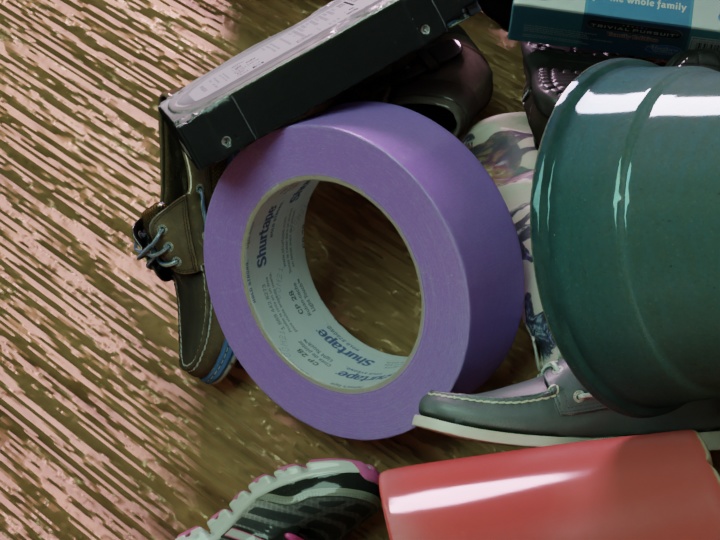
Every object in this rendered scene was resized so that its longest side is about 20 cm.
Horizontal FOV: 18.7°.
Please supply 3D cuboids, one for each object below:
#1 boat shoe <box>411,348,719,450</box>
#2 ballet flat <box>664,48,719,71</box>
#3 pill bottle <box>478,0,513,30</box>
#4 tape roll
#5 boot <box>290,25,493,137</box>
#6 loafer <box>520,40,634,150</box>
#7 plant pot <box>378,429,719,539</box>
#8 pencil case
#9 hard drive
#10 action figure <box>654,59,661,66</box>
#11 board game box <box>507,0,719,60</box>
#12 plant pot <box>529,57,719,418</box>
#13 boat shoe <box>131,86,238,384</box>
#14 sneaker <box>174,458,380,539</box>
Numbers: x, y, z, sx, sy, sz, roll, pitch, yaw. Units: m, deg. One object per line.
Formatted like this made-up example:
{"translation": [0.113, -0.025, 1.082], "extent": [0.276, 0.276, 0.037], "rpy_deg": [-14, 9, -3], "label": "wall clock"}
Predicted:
{"translation": [0.126, 0.072, 1.267], "extent": [0.199, 0.073, 0.062], "rpy_deg": [2, 90, -15], "label": "boat shoe"}
{"translation": [0.176, -0.049, 1.283], "extent": [0.057, 0.066, 0.200], "rpy_deg": [16, 68, 34], "label": "ballet flat"}
{"translation": [0.150, -0.259, 1.469], "extent": [0.112, 0.112, 0.200], "rpy_deg": [33, 81, 35], "label": "pill bottle"}
{"translation": [0.000, 0.000, 1.350], "extent": [0.200, 0.066, 0.201], "rpy_deg": [13, 114, 32], "label": "tape roll"}
{"translation": [-0.008, -0.109, 1.446], "extent": [0.200, 0.070, 0.146], "rpy_deg": [-18, 25, 18], "label": "boot"}
{"translation": [0.128, -0.101, 1.359], "extent": [0.073, 0.200, 0.072], "rpy_deg": [9, 109, 7], "label": "loafer"}
{"translation": [0.122, 0.180, 1.200], "extent": [0.177, 0.201, 0.201], "rpy_deg": [-18, 56, 2], "label": "plant pot"}
{"translation": [0.119, -0.008, 1.364], "extent": [0.089, 0.078, 0.200], "rpy_deg": [-22, 55, -5], "label": "pencil case"}
{"translation": [-0.029, -0.133, 1.372], "extent": [0.200, 0.038, 0.140], "rpy_deg": [-29, 13, -3], "label": "hard drive"}
{"translation": [0.230, -0.078, 1.358], "extent": [0.130, 0.069, 0.200], "rpy_deg": [-45, 50, 5], "label": "action figure"}
{"translation": [0.179, -0.231, 1.364], "extent": [0.151, 0.047, 0.200], "rpy_deg": [8, 67, 3], "label": "board game box"}
{"translation": [0.227, -0.023, 1.153], "extent": [0.196, 0.200, 0.201], "rpy_deg": [-4, 60, 41], "label": "plant pot"}
{"translation": [-0.114, -0.025, 1.460], "extent": [0.072, 0.072, 0.201], "rpy_deg": [-25, 61, 61], "label": "boat shoe"}
{"translation": [-0.064, 0.190, 1.345], "extent": [0.200, 0.074, 0.088], "rpy_deg": [-32, 54, 13], "label": "sneaker"}
